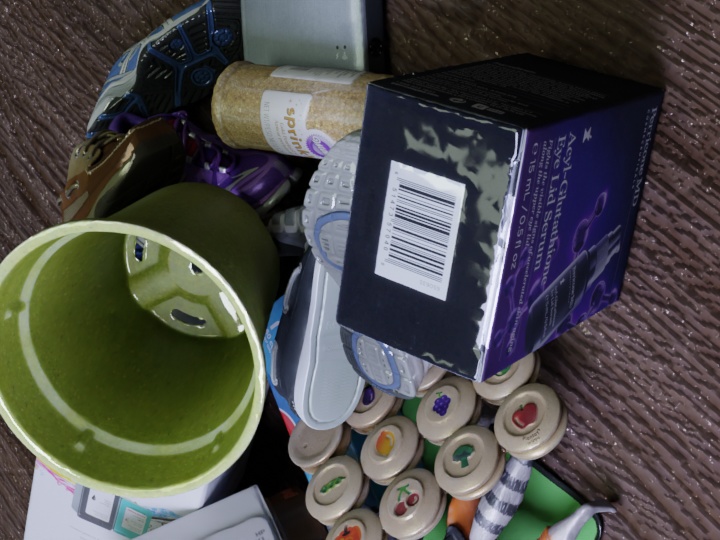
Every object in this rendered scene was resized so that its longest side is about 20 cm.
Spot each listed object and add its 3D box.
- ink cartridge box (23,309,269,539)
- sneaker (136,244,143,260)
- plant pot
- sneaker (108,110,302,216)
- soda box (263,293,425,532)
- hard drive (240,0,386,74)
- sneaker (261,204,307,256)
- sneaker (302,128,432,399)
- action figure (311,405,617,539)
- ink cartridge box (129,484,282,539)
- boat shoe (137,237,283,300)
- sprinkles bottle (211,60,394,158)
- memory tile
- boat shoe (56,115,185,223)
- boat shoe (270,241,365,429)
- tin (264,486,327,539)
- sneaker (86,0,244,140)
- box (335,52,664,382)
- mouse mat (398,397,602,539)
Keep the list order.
[{"bbox_3d":[-0.173,0.143,1.073,0.145,0.147,0.201,23,129,5],"label":"ink cartridge box"},{"bbox_3d":[-0.188,0.023,1.171,0.076,0.075,0.202,-16,97,40],"label":"sneaker"},{"bbox_3d":[-0.140,0.026,0.926,0.198,0.185,0.203,4,114,10],"label":"plant pot"},{"bbox_3d":[-0.136,-0.086,1.046,0.198,0.081,0.084,12,139,36],"label":"sneaker"},{"bbox_3d":[-0.014,0.115,1.013,0.068,0.064,0.202,-36,71,43],"label":"soda box"},{"bbox_3d":[-0.041,-0.249,0.991,0.139,0.033,0.203,6,103,45],"label":"hard drive"},{"bbox_3d":[0.000,0.000,0.975,0.199,0.075,0.117,-12,92,45],"label":"sneaker"},{"bbox_3d":[0.020,-0.012,0.856,0.074,0.087,0.202,21,139,34],"label":"sneaker"},{"bbox_3d":[0.048,0.185,0.893,0.199,0.105,0.194,38,87,16],"label":"action figure"},{"bbox_3d":[-0.102,0.301,0.996,0.145,0.146,0.201,-123,14,-46],"label":"ink cartridge box"},{"bbox_3d":[-0.137,-0.028,1.112,0.200,0.074,0.063,40,120,27],"label":"boat shoe"},{"bbox_3d":[-0.015,-0.113,0.940,0.198,0.068,0.069,11,107,35],"label":"sprinkles bottle"},{"bbox_3d":[0.040,0.110,0.895,0.199,0.017,0.154,-37,39,13],"label":"memory tile"},{"bbox_3d":[-0.203,-0.072,1.032,0.074,0.075,0.200,59,144,7],"label":"boat shoe"},{"bbox_3d":[-0.021,0.009,0.910,0.060,0.075,0.202,31,108,47],"label":"boat shoe"},{"bbox_3d":[-0.024,0.269,1.038,0.112,0.041,0.202,152,96,-84],"label":"tin"},{"bbox_3d":[-0.167,-0.179,1.105,0.199,0.075,0.078,-34,44,30],"label":"sneaker"},{"bbox_3d":[0.087,-0.042,0.778,0.103,0.199,0.150,20,114,30],"label":"box"},{"bbox_3d":[0.085,0.190,0.975,0.199,0.007,0.163,38,123,34],"label":"mouse mat"}]
